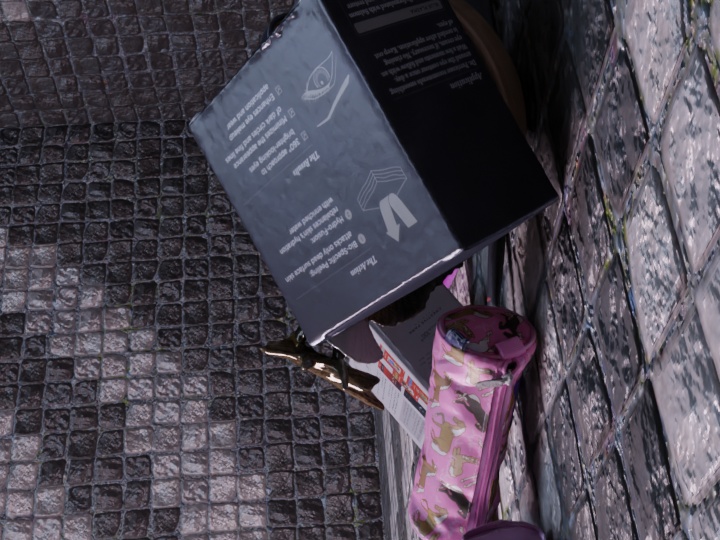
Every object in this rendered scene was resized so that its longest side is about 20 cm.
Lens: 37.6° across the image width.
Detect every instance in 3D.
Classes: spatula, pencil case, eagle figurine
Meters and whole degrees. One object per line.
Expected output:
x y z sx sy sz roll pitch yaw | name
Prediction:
0.122 0.049 0.922 0.057 0.020 0.202 143 125 -79 | spatula
0.089 0.130 0.864 0.086 0.082 0.202 -42 -36 -58 | pencil case
-0.005 -0.002 0.919 0.201 0.150 0.152 -64 -28 -7 | eagle figurine

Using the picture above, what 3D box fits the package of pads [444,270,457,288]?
0.039 0.020 1.216 0.068 0.154 0.200 50 170 11 | package of pads

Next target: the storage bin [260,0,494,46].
0.023 -0.194 0.949 0.134 0.198 0.147 128 143 -58 | storage bin

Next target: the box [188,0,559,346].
0.002 -0.081 0.771 0.196 0.117 0.201 -33 85 50 | box

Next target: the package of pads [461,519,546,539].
0.113 0.295 0.867 0.201 0.075 0.122 91 173 -57 | package of pads

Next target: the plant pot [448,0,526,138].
0.060 -0.133 0.844 0.092 0.200 0.203 -28 -51 -42 | plant pot

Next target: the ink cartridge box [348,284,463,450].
0.073 0.105 1.057 0.176 0.084 0.200 49 165 15 | ink cartridge box
